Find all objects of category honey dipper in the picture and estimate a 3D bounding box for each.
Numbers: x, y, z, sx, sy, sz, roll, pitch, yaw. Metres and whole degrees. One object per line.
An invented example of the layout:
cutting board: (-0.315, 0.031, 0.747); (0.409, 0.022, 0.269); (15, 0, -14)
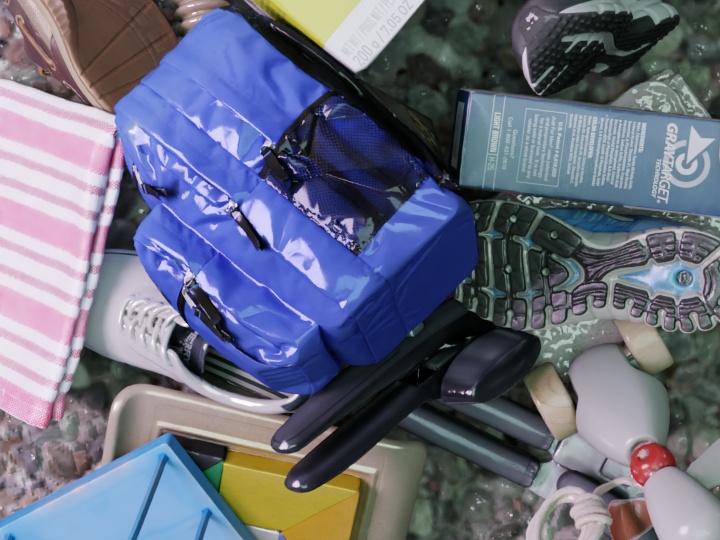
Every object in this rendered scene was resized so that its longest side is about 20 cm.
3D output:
honey dipper: (-0.086, -0.081, 1.132); (0.038, 0.038, 0.200); (-10, 79, -1)

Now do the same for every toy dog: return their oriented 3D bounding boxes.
toy dog: (0.176, 0.116, 1.109); (0.132, 0.200, 0.096); (-19, 134, 23)

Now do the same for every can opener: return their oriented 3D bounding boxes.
can opener: (0.107, 0.115, 1.170); (0.200, 0.066, 0.053); (26, 94, 2)
can opener: (0.021, 0.068, 1.092); (0.200, 0.079, 0.063); (-27, 103, -37)

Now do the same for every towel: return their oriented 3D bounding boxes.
towel: (0.161, -0.026, 1.171); (0.200, 0.034, 0.133); (-39, 94, 2)
towel: (-0.222, -0.016, 1.124); (0.146, 0.030, 0.200); (17, 96, 34)

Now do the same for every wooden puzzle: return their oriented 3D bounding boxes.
wooden puzzle: (-0.071, 0.171, 1.149); (0.200, 0.037, 0.185); (10, 118, -4)

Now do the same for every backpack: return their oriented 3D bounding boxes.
backpack: (-0.052, -0.043, 1.025); (0.168, 0.163, 0.200); (-43, 76, -11)

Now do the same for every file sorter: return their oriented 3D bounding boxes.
file sorter: (-0.126, 0.233, 1.103); (0.139, 0.123, 0.200); (-28, 111, 21)

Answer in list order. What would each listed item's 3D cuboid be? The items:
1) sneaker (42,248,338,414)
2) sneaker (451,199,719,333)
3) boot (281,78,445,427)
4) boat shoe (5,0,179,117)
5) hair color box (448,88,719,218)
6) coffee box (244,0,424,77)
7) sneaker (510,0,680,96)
sneaker: (-0.110, 0.034, 1.102); (0.200, 0.071, 0.073); (17, 91, 12)
sneaker: (0.143, -0.001, 1.120); (0.200, 0.090, 0.078); (10, 100, 19)
boot: (0.000, 0.000, 1.157); (0.200, 0.064, 0.186); (-42, 95, 0)
boat shoe: (-0.179, -0.154, 1.137); (0.072, 0.072, 0.200); (-40, 91, -26)
hair color box: (0.158, -0.070, 1.100); (0.200, 0.100, 0.061); (6, 97, -1)
coffee box: (-0.016, -0.249, 1.063); (0.198, 0.200, 0.200); (40, 92, -4)
sneaker: (0.127, -0.158, 1.089); (0.074, 0.200, 0.080); (-41, 81, 23)
